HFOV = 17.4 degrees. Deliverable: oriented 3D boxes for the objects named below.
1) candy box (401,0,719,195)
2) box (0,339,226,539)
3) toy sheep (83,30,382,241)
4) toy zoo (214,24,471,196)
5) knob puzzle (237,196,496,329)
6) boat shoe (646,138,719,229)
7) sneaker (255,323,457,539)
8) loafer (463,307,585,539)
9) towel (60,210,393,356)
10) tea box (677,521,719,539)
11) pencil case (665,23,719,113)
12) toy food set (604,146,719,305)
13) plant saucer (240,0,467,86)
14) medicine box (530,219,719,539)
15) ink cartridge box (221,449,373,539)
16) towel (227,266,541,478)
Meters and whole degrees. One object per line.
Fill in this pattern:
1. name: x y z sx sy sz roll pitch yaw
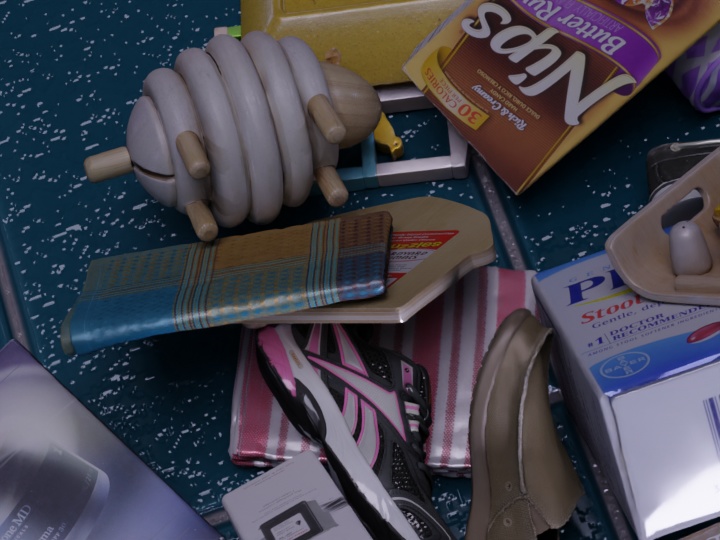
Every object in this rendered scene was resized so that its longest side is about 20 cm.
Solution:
1. candy box: 0.137 -0.158 1.514 0.117 0.057 0.200 46 114 -6
2. box: -0.208 0.189 1.445 0.198 0.123 0.200 39 76 23
3. toy sheep: -0.082 -0.089 1.524 0.198 0.138 0.139 -12 64 -15
4. toy zoo: 0.000 -0.118 1.608 0.198 0.020 0.132 -7 65 5
5. knob puzzle: 0.000 0.000 1.494 0.218 0.220 0.031 -12 107 2
6. boat shoe: 0.284 -0.067 1.517 0.198 0.071 0.064 -5 58 1
7. sneaker: 0.013 0.094 1.446 0.086 0.081 0.201 -29 63 -10
8. loafer: 0.103 0.121 1.419 0.067 0.076 0.202 8 107 16
9. towel: -0.079 0.007 1.445 0.198 0.147 0.022 -10 108 6
10. tea box: 0.185 0.272 1.345 0.199 0.134 0.198 -21 66 -3
11. pencil case: 0.210 -0.202 1.581 0.083 0.086 0.201 -21 65 -26
12. toy food set: 0.259 -0.038 1.356 0.199 0.061 0.143 5 31 43
13. plant saucer: 0.010 -0.220 1.621 0.198 0.049 0.201 -7 56 4
14. medicine box: 0.216 0.050 1.403 0.181 0.104 0.200 -19 22 -1
15. ink cartridge box: -0.012 0.197 1.359 0.066 0.116 0.200 -27 20 -6
16. towel: 0.019 0.064 1.522 0.198 0.030 0.148 3 64 8
